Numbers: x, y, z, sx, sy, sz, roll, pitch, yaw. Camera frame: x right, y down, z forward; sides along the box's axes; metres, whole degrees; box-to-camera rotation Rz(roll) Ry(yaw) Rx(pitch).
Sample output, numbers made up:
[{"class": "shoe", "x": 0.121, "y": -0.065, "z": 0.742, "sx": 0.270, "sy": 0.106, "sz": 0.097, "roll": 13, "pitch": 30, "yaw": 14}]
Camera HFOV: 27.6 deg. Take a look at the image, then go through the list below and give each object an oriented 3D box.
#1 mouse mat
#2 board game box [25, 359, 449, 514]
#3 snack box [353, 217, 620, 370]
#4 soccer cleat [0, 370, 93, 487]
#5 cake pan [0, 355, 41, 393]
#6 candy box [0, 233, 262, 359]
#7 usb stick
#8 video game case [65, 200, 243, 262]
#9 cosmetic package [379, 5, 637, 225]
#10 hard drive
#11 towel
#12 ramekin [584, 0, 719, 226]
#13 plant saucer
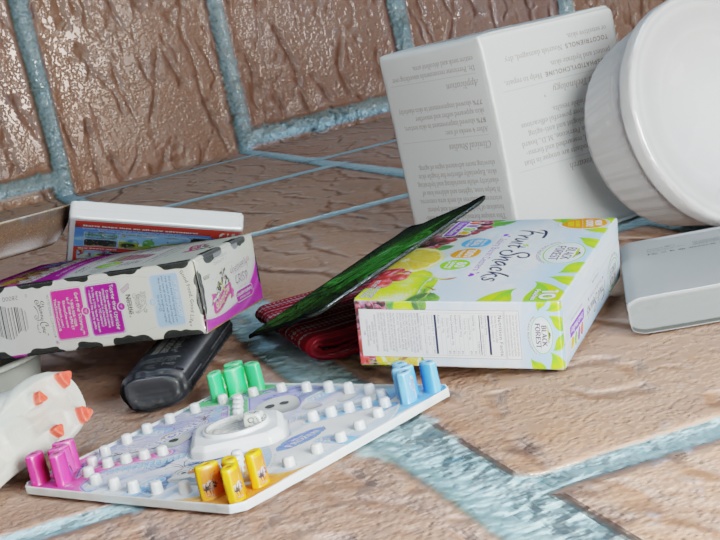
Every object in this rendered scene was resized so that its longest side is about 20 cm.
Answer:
[{"class": "mouse mat", "x": 0.000, "y": 0.000, "z": 1.105, "sx": 0.161, "sy": 0.008, "sz": 0.200, "roll": -34, "pitch": 5, "yaw": -19}, {"class": "board game box", "x": -0.079, "y": 0.097, "z": 0.923, "sx": 0.199, "sy": 0.026, "sz": 0.200, "roll": -3, "pitch": 14, "yaw": 42}, {"class": "snack box", "x": 0.095, "y": 0.012, "z": 1.032, "sx": 0.142, "sy": 0.053, "sz": 0.200, "roll": 1, "pitch": 18, "yaw": 20}, {"class": "soccer cleat", "x": -0.254, "y": 0.119, "z": 0.930, "sx": 0.077, "sy": 0.069, "sz": 0.200, "roll": -26, "pitch": 0, "yaw": 36}, {"class": "cake pan", "x": -0.354, "y": 0.099, "z": 1.215, "sx": 0.199, "sy": 0.037, "sz": 0.200, "roll": -12, "pitch": 10, "yaw": 2}, {"class": "candy box", "x": -0.195, "y": 0.021, "z": 1.181, "sx": 0.199, "sy": 0.061, "sz": 0.136, "roll": -9, "pitch": 8, "yaw": 17}, {"class": "usb stick", "x": -0.140, "y": 0.068, "z": 1.142, "sx": 0.055, "sy": 0.033, "sz": 0.200, "roll": -9, "pitch": 10, "yaw": 6}, {"class": "video game case", "x": -0.186, "y": -0.009, "z": 1.288, "sx": 0.142, "sy": 0.018, "sz": 0.200, "roll": 4, "pitch": -22, "yaw": -12}, {"class": "cosmetic package", "x": 0.145, "y": -0.132, "z": 1.407, "sx": 0.166, "sy": 0.201, "sz": 0.167, "roll": -18, "pitch": 11, "yaw": -32}, {"class": "hard drive", "x": 0.255, "y": -0.001, "z": 1.052, "sx": 0.131, "sy": 0.026, "sz": 0.200, "roll": -11, "pitch": 10, "yaw": 11}, {"class": "towel", "x": 0.001, "y": 0.033, "z": 1.189, "sx": 0.144, "sy": 0.023, "sz": 0.200, "roll": -15, "pitch": 10, "yaw": -14}, {"class": "ramekin", "x": 0.285, "y": -0.129, "z": 1.275, "sx": 0.202, "sy": 0.203, "sz": 0.094, "roll": -18, "pitch": -2, "yaw": -30}, {"class": "plant saucer", "x": -0.334, "y": -0.017, "z": 1.223, "sx": 0.199, "sy": 0.032, "sz": 0.200, "roll": -14, "pitch": 5, "yaw": 1}]
